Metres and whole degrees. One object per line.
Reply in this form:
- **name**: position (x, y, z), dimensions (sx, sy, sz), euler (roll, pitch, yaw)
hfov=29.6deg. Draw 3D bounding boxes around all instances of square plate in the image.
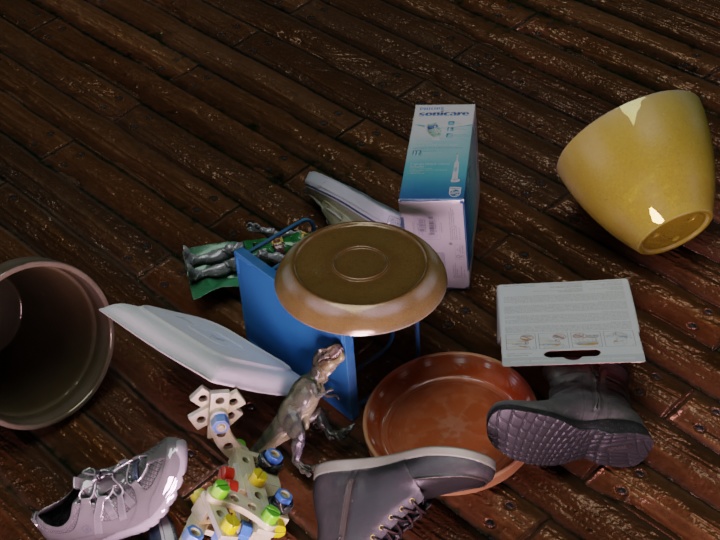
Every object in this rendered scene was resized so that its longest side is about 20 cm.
- **square plate**: position (-0.171, 0.089, 1.569), dimensions (0.197, 0.199, 0.029), euler (28, 95, 34)

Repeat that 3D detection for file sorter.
- **file sorter**: position (-0.037, 0.048, 1.612), dimensions (0.122, 0.140, 0.199), euler (-31, 46, -29)

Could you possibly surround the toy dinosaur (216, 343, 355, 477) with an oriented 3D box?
- **toy dinosaur**: position (-0.064, 0.174, 1.519), dimensions (0.088, 0.047, 0.201), euler (41, 97, 7)

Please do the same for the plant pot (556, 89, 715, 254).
- **plant pot**: position (0.363, -0.106, 1.698), dimensions (0.197, 0.201, 0.143), euler (-18, 67, -10)

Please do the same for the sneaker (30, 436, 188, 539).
- **sneaker**: position (-0.259, 0.234, 1.411), dimensions (0.199, 0.082, 0.075), euler (-40, 31, 18)

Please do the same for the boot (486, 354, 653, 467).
- **boot**: position (0.215, 0.146, 1.489), dimensions (0.197, 0.070, 0.132), euler (13, 35, -20)

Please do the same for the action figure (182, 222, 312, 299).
- **action figure**: position (-0.130, -0.023, 1.773), dimensions (0.197, 0.055, 0.119), euler (-11, 38, -9)

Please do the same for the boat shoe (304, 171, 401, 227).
- **boat shoe**: position (-0.018, -0.078, 1.803), dimensions (0.199, 0.071, 0.063), euler (31, 98, 50)

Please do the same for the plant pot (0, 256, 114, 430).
- **plant pot**: position (-0.421, 0.070, 1.634), dimensions (0.199, 0.202, 0.173), euler (-34, 31, -27)

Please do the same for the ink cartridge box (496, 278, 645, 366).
- **ink cartridge box**: position (0.237, 0.075, 1.565), dimensions (0.160, 0.058, 0.201), euler (-3, 30, 6)

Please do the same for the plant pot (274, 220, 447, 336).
- **plant pot**: position (0.000, 0.000, 1.541), dimensions (0.197, 0.028, 0.201), euler (-1, 38, 1)

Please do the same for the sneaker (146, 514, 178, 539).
- **sneaker**: position (-0.243, 0.338, 1.365), dimensions (0.144, 0.078, 0.204), euler (-9, 42, -4)

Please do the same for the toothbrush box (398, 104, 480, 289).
- **toothbrush box**: position (0.104, -0.096, 1.741), dimensions (0.084, 0.148, 0.201), euler (1, 43, 11)

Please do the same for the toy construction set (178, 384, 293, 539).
- **toy construction set**: position (-0.136, 0.221, 1.435), dimensions (0.130, 0.092, 0.202), euler (19, 43, -27)

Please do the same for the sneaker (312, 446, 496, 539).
- **sneaker**: position (0.047, 0.248, 1.405), dimensions (0.197, 0.075, 0.108), euler (-11, 61, 19)

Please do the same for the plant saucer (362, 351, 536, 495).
- **plant saucer**: position (0.101, 0.172, 1.527), dimensions (0.197, 0.033, 0.202), euler (-4, 42, 4)
